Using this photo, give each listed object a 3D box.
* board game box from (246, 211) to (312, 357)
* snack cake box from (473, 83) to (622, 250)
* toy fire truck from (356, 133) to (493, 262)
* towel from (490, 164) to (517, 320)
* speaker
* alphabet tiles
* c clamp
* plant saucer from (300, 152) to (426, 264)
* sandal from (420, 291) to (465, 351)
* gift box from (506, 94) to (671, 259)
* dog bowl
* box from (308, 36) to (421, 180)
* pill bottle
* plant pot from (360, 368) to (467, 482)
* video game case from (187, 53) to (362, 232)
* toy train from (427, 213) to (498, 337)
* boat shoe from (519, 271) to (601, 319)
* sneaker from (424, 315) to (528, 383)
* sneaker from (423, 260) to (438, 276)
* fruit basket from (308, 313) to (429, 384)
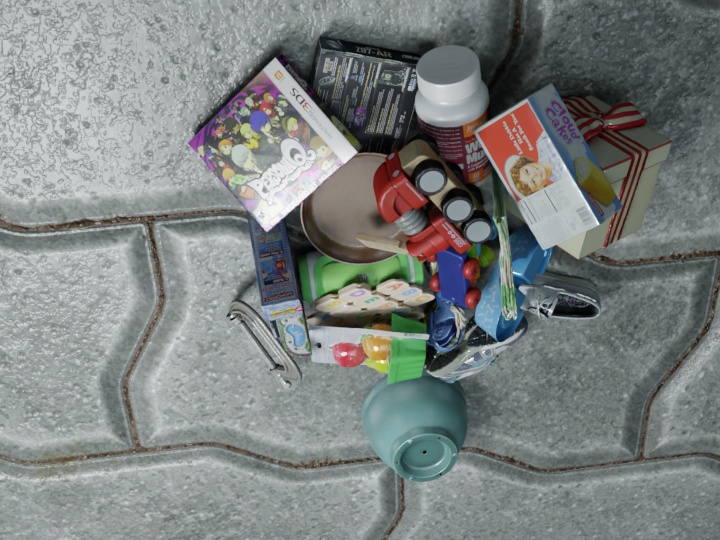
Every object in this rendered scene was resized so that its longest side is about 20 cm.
[{"bbox_3d":[-0.125,0.033,1.659,0.061,0.200,0.201,-11,125,-2],"label":"board game box"},{"bbox_3d":[0.261,-0.143,1.481,0.115,0.067,0.201,-26,95,52],"label":"snack cake box"},{"bbox_3d":[0.067,-0.083,1.555,0.199,0.129,0.176,-36,124,18],"label":"toy fire truck"},{"bbox_3d":[0.213,-0.045,1.590,0.023,0.153,0.201,-6,130,9],"label":"towel"},{"bbox_3d":[0.000,0.000,1.727,0.198,0.089,0.089,-8,126,-3],"label":"speaker"},{"bbox_3d":[0.017,0.065,1.754,0.195,0.015,0.200,-24,152,28],"label":"alphabet tiles"},{"bbox_3d":[-0.166,0.127,1.774,0.027,0.171,0.201,-40,112,-20],"label":"c clamp"},{"bbox_3d":[0.005,-0.099,1.637,0.198,0.032,0.201,-4,124,-6],"label":"plant saucer"},{"bbox_3d":[0.156,0.058,1.790,0.079,0.087,0.201,5,120,-9],"label":"sandal"},{"bbox_3d":[0.325,-0.157,1.594,0.184,0.200,0.188,-27,140,-38],"label":"gift box"},{"bbox_3d":[0.251,0.018,1.744,0.201,0.049,0.111,-65,154,-2],"label":"dog bowl"},{"bbox_3d":[-0.005,-0.236,1.587,0.159,0.044,0.201,6,123,-13],"label":"box"},{"bbox_3d":[0.138,-0.222,1.559,0.109,0.110,0.201,-13,137,0],"label":"pill bottle"},{"bbox_3d":[0.107,0.295,1.918,0.199,0.135,0.202,-4,124,-6],"label":"plant pot"},{"bbox_3d":[-0.127,-0.184,1.559,0.200,0.036,0.181,-38,98,24],"label":"video game case"},{"bbox_3d":[0.176,0.006,1.714,0.116,0.084,0.201,-48,147,-28],"label":"toy train"},{"bbox_3d":[0.321,0.046,1.816,0.199,0.072,0.070,6,124,-11],"label":"boat shoe"},{"bbox_3d":[0.211,0.135,1.872,0.199,0.078,0.086,-28,136,19],"label":"sneaker"},{"bbox_3d":[0.148,-0.075,1.710,0.088,0.077,0.201,-2,127,-18],"label":"sneaker"},{"bbox_3d":[0.014,0.125,1.793,0.198,0.094,0.186,8,157,4],"label":"fruit basket"}]
